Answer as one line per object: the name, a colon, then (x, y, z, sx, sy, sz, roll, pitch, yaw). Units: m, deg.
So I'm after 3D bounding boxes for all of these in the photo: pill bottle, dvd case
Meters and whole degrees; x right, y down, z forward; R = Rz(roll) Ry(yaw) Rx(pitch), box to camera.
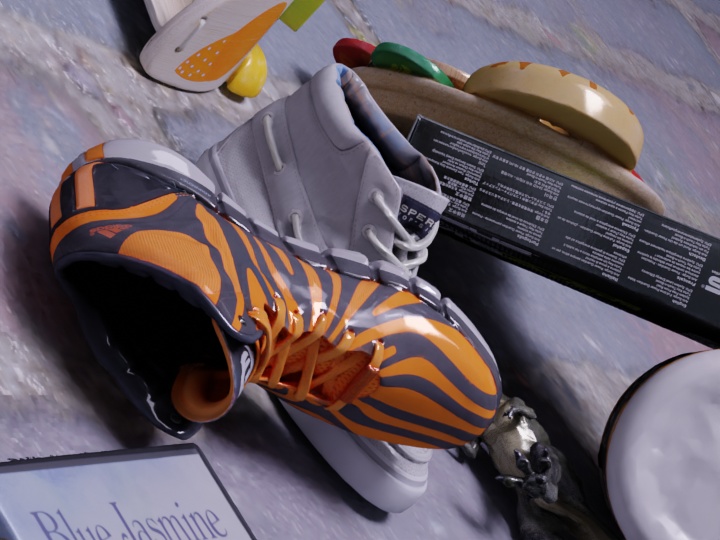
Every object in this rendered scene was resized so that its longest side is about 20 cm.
pill bottle: (0.177, 0.098, 1.087, 0.116, 0.116, 0.200, 52, 1, 5)
dvd case: (-0.041, 0.144, 0.705, 0.200, 0.018, 0.143, 56, 20, 16)

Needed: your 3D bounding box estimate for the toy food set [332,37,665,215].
toy food set: (0.078, -0.076, 1.205, 0.198, 0.049, 0.200, 20, -6, 29)

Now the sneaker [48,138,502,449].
sneaker: (-0.034, 0.034, 0.827, 0.200, 0.078, 0.112, 26, 25, -15)

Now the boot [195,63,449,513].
boot: (0.000, 0.000, 0.945, 0.074, 0.096, 0.200, 21, 35, -56)

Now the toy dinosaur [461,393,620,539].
toy dinosaur: (0.089, 0.111, 1.028, 0.200, 0.047, 0.088, 52, 12, -6)

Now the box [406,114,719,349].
box: (0.115, -0.014, 1.107, 0.200, 0.048, 0.193, 23, 1, 3)

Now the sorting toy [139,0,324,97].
sorting toy: (-0.039, -0.200, 1.098, 0.107, 0.180, 0.200, 31, 27, -44)
